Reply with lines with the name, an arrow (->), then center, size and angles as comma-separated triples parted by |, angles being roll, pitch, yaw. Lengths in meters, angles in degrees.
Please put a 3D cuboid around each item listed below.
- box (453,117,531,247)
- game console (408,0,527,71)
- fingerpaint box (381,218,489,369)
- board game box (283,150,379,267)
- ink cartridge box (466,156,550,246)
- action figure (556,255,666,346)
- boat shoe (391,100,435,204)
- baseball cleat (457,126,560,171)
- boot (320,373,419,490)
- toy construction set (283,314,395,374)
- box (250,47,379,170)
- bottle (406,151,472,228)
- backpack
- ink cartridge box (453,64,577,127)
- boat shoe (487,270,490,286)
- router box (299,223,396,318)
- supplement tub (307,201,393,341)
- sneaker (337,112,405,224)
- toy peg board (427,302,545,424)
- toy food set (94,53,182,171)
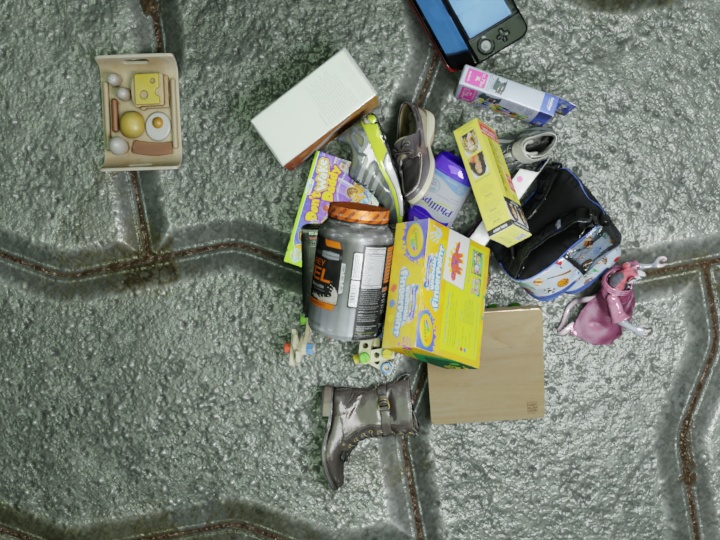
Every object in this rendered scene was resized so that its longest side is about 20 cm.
box -> 0.213, -0.143, 1.482 | 0.050, 0.075, 0.202 | -28, 63, 27
game console -> 0.172, -0.455, 1.541 | 0.171, 0.119, 0.202 | -30, 91, 4
fingerpaint box -> 0.121, 0.041, 1.443 | 0.073, 0.166, 0.203 | -7, 71, 43
board game box -> -0.042, -0.092, 1.604 | 0.133, 0.045, 0.203 | 17, 93, 2
ink cartridge box -> 0.247, -0.117, 1.564 | 0.037, 0.095, 0.201 | 38, 94, 1
action figure -> 0.419, 0.036, 1.519 | 0.147, 0.201, 0.135 | 16, 62, 15
boat shoe -> 0.084, -0.201, 1.534 | 0.064, 0.072, 0.202 | 28, 51, -28
baseball cleat -> 0.241, -0.197, 1.555 | 0.198, 0.106, 0.070 | -26, 96, 6
boot -> 0.018, 0.284, 1.606 | 0.171, 0.069, 0.203 | -2, 90, 3
toy construction set -> -0.035, 0.114, 1.596 | 0.197, 0.092, 0.133 | 1, 93, -8
box -> -0.075, -0.271, 1.558 | 0.199, 0.124, 0.098 | -36, 91, 4
bottle -> 0.123, -0.100, 1.565 | 0.083, 0.065, 0.202 | 30, 111, 4
backpack -> 0.322, -0.049, 1.523 | 0.190, 0.201, 0.154 | -37, 123, 12
ink cartridge box -> 0.258, -0.287, 1.543 | 0.197, 0.119, 0.043 | 17, 91, 2
boat shoe -> 0.131, 0.027, 1.590 | 0.197, 0.070, 0.072 | -9, 91, 2
router box -> 0.000, 0.000, 1.520 | 0.197, 0.062, 0.152 | 1, 101, 4
supplement tub -> -0.014, -0.001, 1.427 | 0.121, 0.123, 0.203 | 7, 100, 2
sneaker -> 0.024, -0.158, 1.544 | 0.080, 0.074, 0.203 | -18, 98, 10
toy peg board -> 0.214, 0.150, 1.591 | 0.197, 0.098, 0.202 | -4, 108, 5
toy food set -> -0.392, -0.277, 1.606 | 0.141, 0.060, 0.203 | -2, 93, 3
